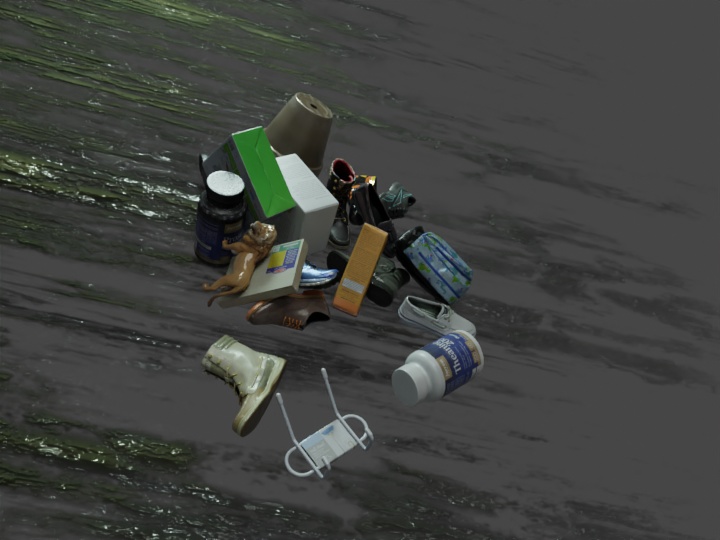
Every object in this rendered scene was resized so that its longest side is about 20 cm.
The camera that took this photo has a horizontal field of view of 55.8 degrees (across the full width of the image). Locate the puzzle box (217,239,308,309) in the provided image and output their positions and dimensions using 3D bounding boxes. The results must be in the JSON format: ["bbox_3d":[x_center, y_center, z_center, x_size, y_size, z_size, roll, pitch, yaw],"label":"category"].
[{"bbox_3d":[-0.212,0.008,1.477,0.195,0.026,0.135,-12,45,25],"label":"puzzle box"}]

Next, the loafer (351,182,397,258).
[{"bbox_3d":[0.046,-0.128,1.730,0.071,0.063,0.203,-31,92,-42],"label":"loafer"}]

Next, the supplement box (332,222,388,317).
[{"bbox_3d":[0.000,0.000,1.555,0.067,0.067,0.205,20,83,3],"label":"supplement box"}]

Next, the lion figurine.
[{"bbox_3d":[-0.254,-0.011,1.464,0.119,0.073,0.205,4,67,27],"label":"lion figurine"}]

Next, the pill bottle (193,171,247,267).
[{"bbox_3d":[-0.314,-0.116,1.530,0.109,0.203,0.114,10,42,-9],"label":"pill bottle"}]

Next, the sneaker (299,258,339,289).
[{"bbox_3d":[-0.139,-0.007,1.520,0.194,0.092,0.078,7,-3,18],"label":"sneaker"}]

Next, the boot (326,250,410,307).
[{"bbox_3d":[0.019,0.001,1.658,0.197,0.068,0.131,34,37,5],"label":"boot"}]

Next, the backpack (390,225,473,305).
[{"bbox_3d":[0.179,-0.011,1.649,0.151,0.163,0.203,-30,85,-1],"label":"backpack"}]

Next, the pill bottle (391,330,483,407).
[{"bbox_3d":[0.163,0.212,1.453,0.197,0.113,0.111,-21,56,-37],"label":"pill bottle"}]

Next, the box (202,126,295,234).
[{"bbox_3d":[-0.267,-0.201,1.598,0.095,0.175,0.204,-25,91,-39],"label":"box"}]

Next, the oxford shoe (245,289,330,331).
[{"bbox_3d":[-0.152,0.094,1.480,0.196,0.072,0.074,-11,54,-31],"label":"oxford shoe"}]

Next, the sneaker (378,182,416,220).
[{"bbox_3d":[0.086,-0.175,1.845,0.078,0.076,0.200,32,44,10],"label":"sneaker"}]

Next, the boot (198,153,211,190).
[{"bbox_3d":[-0.318,-0.239,1.747,0.164,0.078,0.202,-6,43,-21],"label":"boot"}]

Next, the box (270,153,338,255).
[{"bbox_3d":[-0.162,-0.159,1.670,0.105,0.154,0.201,-19,55,-36],"label":"box"}]

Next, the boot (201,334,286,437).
[{"bbox_3d":[-0.244,0.218,1.316,0.151,0.073,0.201,24,37,3],"label":"boot"}]

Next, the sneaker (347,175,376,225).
[{"bbox_3d":[-0.016,-0.190,1.836,0.087,0.071,0.202,10,41,12],"label":"sneaker"}]

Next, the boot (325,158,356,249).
[{"bbox_3d":[-0.053,-0.169,1.725,0.071,0.153,0.203,4,44,-17],"label":"boot"}]

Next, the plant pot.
[{"bbox_3d":[-0.161,-0.371,1.834,0.196,0.175,0.202,27,26,-14],"label":"plant pot"}]

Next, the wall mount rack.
[{"bbox_3d":[-0.072,0.295,1.301,0.197,0.076,0.174,-23,57,-38],"label":"wall mount rack"}]

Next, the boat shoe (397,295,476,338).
[{"bbox_3d":[0.186,0.113,1.595,0.194,0.068,0.075,13,43,-9],"label":"boat shoe"}]
